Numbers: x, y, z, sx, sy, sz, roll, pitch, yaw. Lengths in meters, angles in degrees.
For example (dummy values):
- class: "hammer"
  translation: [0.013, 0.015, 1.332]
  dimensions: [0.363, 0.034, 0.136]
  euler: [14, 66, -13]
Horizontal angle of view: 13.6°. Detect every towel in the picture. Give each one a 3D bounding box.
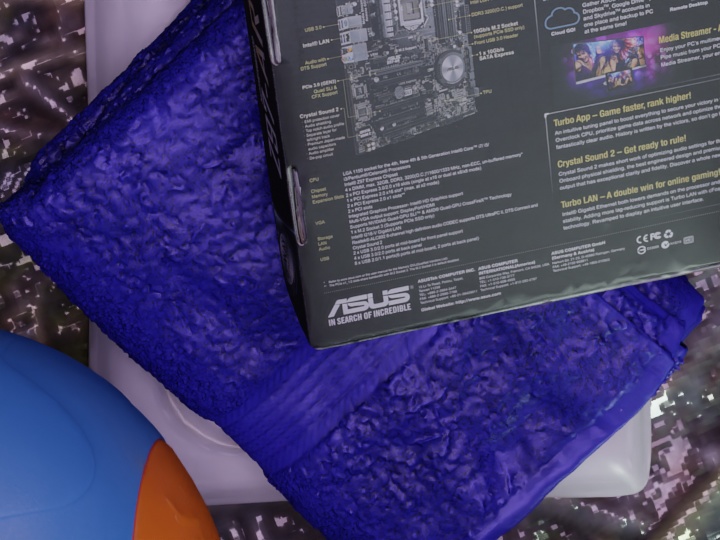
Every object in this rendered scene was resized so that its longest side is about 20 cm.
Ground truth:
- class: "towel"
  translation: [0.000, 0.000, 0.975]
  dimensions: [0.148, 0.050, 0.200]
  euler: [-45, 106, 4]

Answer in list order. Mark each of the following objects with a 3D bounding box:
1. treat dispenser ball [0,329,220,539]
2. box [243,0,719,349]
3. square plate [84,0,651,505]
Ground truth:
- class: "treat dispenser ball"
  translation: [-0.138, 0.115, 0.928]
  dimensions: [0.200, 0.201, 0.202]
  euler: [-1, 96, -8]
- class: "box"
  translation: [0.067, -0.072, 0.903]
  dimensions: [0.199, 0.044, 0.161]
  euler: [-12, 119, -7]
- class: "square plate"
  translation: [0.006, -0.018, 1.022]
  dimensions: [0.197, 0.028, 0.201]
  euler: [-1, 96, -7]
